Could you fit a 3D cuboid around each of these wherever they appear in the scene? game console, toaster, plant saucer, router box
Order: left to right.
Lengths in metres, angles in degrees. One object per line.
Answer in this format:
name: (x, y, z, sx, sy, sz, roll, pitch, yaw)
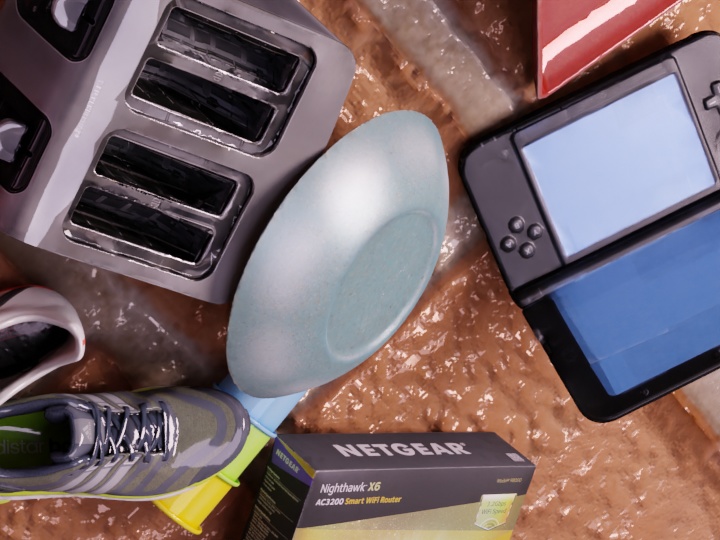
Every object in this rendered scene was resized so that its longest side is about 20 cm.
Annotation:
toaster: (-0.118, -0.091, 1.299, 0.200, 0.119, 0.181, 20, 105, -34)
plant saucer: (0.000, 0.000, 1.360, 0.201, 0.039, 0.201, -42, 151, -30)
router box: (0.010, 0.190, 1.533, 0.200, 0.052, 0.157, 2, 114, -39)
plant saucer: (0.179, -0.210, 1.393, 0.200, 0.037, 0.200, -35, 162, -7)
game console: (0.191, -0.032, 1.463, 0.200, 0.116, 0.176, -26, 112, -4)

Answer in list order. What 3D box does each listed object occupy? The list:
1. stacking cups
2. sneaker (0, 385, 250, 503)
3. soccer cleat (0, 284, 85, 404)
stacking cups: (-0.059, 0.078, 1.455, 0.200, 0.061, 0.061, -47, 126, -1)
sneaker: (-0.161, 0.106, 1.375, 0.200, 0.081, 0.074, -7, 82, -18)
soccer cleat: (-0.255, 0.061, 1.319, 0.200, 0.085, 0.069, -20, 110, -20)
